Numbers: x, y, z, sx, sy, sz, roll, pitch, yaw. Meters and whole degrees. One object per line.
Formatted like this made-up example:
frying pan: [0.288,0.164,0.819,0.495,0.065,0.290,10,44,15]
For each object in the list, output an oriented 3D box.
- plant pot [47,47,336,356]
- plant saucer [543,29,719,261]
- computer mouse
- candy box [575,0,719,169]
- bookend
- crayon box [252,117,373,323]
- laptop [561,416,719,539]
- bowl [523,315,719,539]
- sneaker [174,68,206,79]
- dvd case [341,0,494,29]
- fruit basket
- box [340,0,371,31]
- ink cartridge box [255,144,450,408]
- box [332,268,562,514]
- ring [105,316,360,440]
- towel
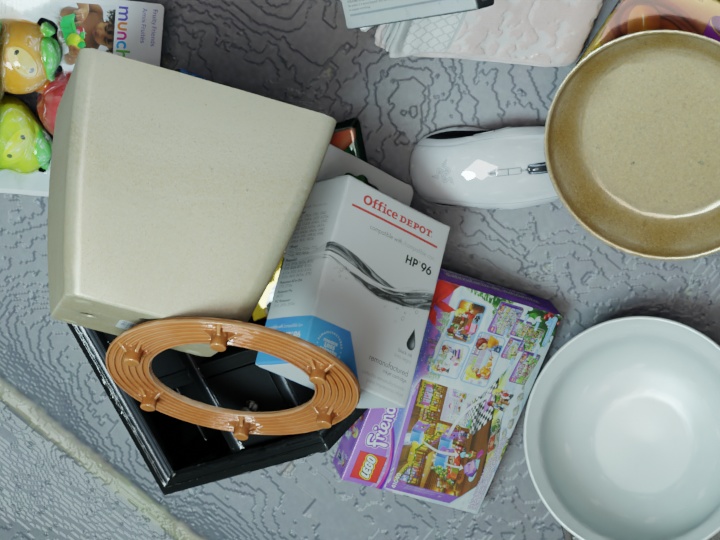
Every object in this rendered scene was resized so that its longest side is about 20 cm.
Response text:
plant pot: [-0.152,-0.039,1.428,0.199,0.200,0.178,15,77,-12]
plant saucer: [0.251,-0.106,1.497,0.199,0.035,0.202,7,117,13]
computer mouse: [0.139,-0.085,1.565,0.198,0.044,0.111,-4,104,8]
candy box: [0.291,-0.160,1.523,0.199,0.056,0.117,33,106,0]
bookend: [-0.122,0.068,1.563,0.199,0.092,0.200,-18,106,37]
crayon box: [-0.042,-0.020,1.598,0.126,0.051,0.202,-12,102,9]
laptop: [0.264,0.241,1.596,0.176,0.103,0.202,-11,102,9]
bowl: [0.242,0.145,1.568,0.199,0.090,0.203,-2,79,11]
sneaker: [-0.192,-0.084,1.574,0.078,0.066,0.200,39,91,-23]
dvd case: [0.025,-0.291,1.389,0.150,0.025,0.202,0,106,49]
fruit basket: [-0.274,-0.146,1.571,0.198,0.094,0.187,7,114,-4]
box: [0.053,-0.303,1.494,0.199,0.101,0.113,-36,97,13]
ink cartridge box: [0.000,0.000,1.503,0.116,0.068,0.201,25,71,-34]
box: [0.074,0.103,1.596,0.136,0.039,0.201,17,106,-20]
ring: [-0.099,0.089,1.416,0.199,0.201,0.019,6,62,5]
towel: [0.125,-0.247,1.454,0.190,0.032,0.201,-2,136,-26]
